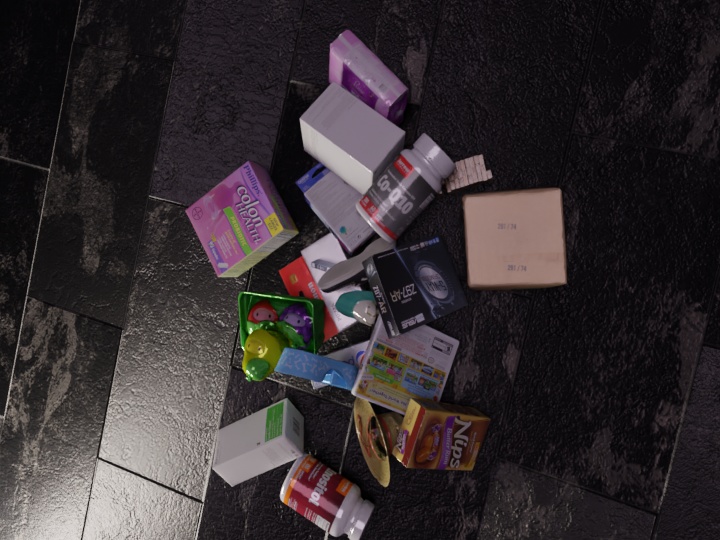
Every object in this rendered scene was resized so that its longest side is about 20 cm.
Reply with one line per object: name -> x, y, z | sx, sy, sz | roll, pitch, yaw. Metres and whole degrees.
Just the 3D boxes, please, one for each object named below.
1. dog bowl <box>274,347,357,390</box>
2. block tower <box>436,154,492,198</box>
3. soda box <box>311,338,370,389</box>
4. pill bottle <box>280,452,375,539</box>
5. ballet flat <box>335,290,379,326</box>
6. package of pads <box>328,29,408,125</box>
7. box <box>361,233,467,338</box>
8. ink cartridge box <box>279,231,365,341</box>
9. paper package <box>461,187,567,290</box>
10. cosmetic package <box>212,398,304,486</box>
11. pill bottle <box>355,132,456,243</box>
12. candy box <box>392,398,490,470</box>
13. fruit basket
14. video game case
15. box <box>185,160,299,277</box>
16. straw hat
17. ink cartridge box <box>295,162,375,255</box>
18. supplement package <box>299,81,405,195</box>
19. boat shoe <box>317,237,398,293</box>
dog bowl -> -0.082, 0.200, 1.143 | 0.109, 0.197, 0.051 | 1, 72, 46
block tower -> 0.179, -0.190, 1.202 | 0.193, 0.054, 0.060 | -14, 87, 15
soda box -> -0.017, 0.199, 1.248 | 0.194, 0.068, 0.066 | -20, 85, 15
pill bottle -> -0.069, 0.500, 1.239 | 0.195, 0.113, 0.116 | 27, 97, 14
ballet flat -> 0.043, 0.088, 1.194 | 0.192, 0.071, 0.070 | 8, 115, -8
package of pads -> 0.013, -0.399, 1.213 | 0.075, 0.121, 0.200 | -39, 77, -15
box -> 0.113, 0.028, 1.158 | 0.043, 0.195, 0.165 | -29, 80, 56
ink cartridge box -> -0.083, 0.045, 1.282 | 0.173, 0.045, 0.205 | -30, 82, 13
paper package -> 0.307, -0.060, 1.140 | 0.192, 0.103, 0.199 | -3, 90, 15
cosmetic package -> -0.227, 0.388, 1.278 | 0.195, 0.109, 0.086 | -26, 125, 12
pill bottle -> 0.092, -0.167, 1.140 | 0.114, 0.114, 0.201 | 45, 101, 11
candy box -> 0.165, 0.330, 1.135 | 0.056, 0.195, 0.121 | 25, 97, 52
fruit basket -> -0.187, 0.135, 1.216 | 0.207, 0.215, 0.162 | 3, 104, 15
video game case -> 0.096, 0.197, 1.167 | 0.195, 0.023, 0.188 | 25, 82, -22
box -> -0.272, -0.114, 1.310 | 0.196, 0.096, 0.180 | -32, 81, 13
straw hat -> 0.056, 0.343, 1.198 | 0.082, 0.201, 0.209 | -12, 85, -18
ink cartridge box -> -0.041, -0.150, 1.255 | 0.118, 0.042, 0.201 | -39, 82, -10
supplement package -> -0.017, -0.274, 1.207 | 0.198, 0.121, 0.122 | 38, 72, 13
boat shoe -> 0.000, 0.000, 1.216 | 0.197, 0.073, 0.062 | -33, 122, -16
